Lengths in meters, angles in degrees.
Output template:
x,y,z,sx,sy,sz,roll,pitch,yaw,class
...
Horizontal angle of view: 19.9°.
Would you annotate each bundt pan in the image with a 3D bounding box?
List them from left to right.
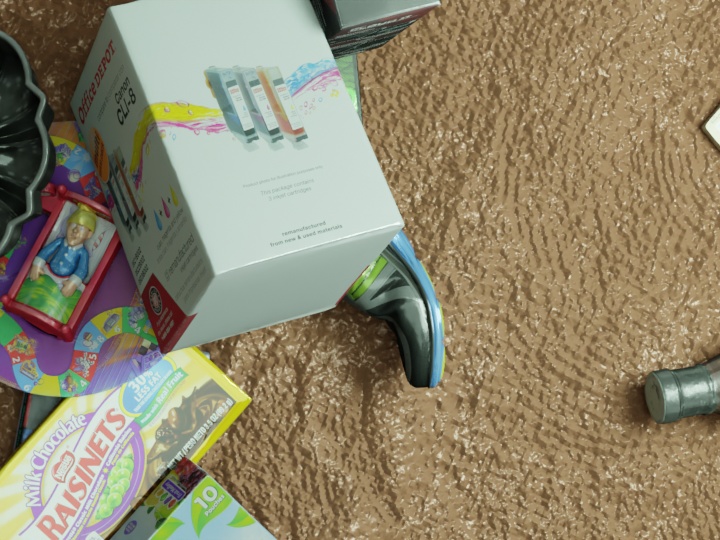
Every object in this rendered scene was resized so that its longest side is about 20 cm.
x,y,z,sx,sy,sz,roll,pitch,yaw,class
-0.297,-0.083,1.400,0.200,0.076,0.204,-1,85,9,bundt pan

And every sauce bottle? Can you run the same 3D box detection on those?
x,y,z,sx,sy,sz,roll,pitch,yaw,class
0.318,0.082,1.574,0.198,0.066,0.067,-9,92,-15,sauce bottle

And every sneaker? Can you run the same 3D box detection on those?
x,y,z,sx,sy,sz,roll,pitch,yaw,class
0.000,0.000,1.496,0.082,0.071,0.201,-30,92,-6,sneaker

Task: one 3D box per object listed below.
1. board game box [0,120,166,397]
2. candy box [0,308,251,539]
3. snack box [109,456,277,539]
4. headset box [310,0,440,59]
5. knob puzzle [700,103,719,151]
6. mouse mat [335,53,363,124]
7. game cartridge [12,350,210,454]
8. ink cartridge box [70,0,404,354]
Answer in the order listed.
x,y,z,sx,sy,sz,roll,pitch,yaw,class
-0.209,-0.014,1.430,0.157,0.039,0.202,-18,76,-6,board game box
-0.179,0.131,1.443,0.102,0.026,0.200,43,80,-6,candy box
-0.101,0.251,1.452,0.142,0.053,0.200,-48,117,-11,snack box
-0.015,-0.234,1.424,0.077,0.200,0.150,-15,90,-13,headset box
0.393,-0.107,1.612,0.217,0.030,0.222,0,90,-14,knob puzzle
-0.093,-0.098,1.507,0.198,0.008,0.163,-6,91,-14,mouse mat
-0.187,0.147,1.471,0.128,0.038,0.202,10,87,-17,game cartridge
-0.089,-0.075,1.380,0.144,0.145,0.201,-15,73,-25,ink cartridge box
